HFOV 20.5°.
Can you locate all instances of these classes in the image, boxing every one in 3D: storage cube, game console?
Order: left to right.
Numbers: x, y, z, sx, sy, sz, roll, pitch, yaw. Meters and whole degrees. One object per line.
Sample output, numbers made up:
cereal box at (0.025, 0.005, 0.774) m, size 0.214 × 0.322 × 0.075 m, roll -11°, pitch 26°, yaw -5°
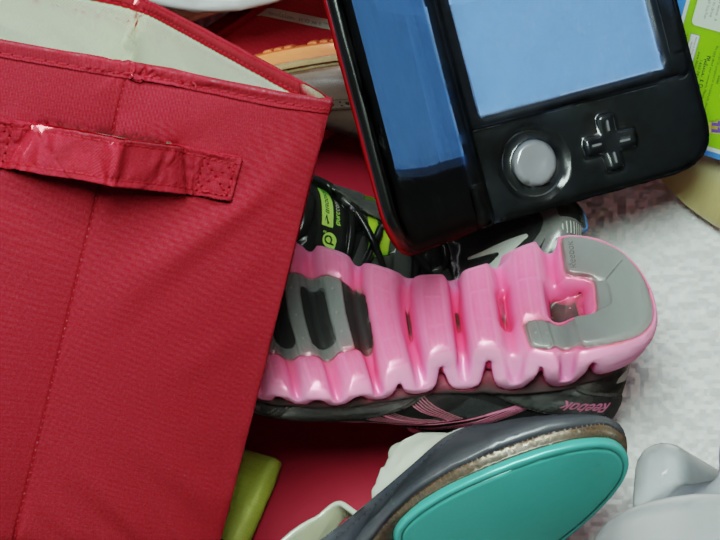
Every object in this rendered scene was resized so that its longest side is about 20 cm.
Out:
storage cube at (-0.139, -0.013, 0.744) m, size 0.200 × 0.170 × 0.181 m, roll 32°, pitch 110°, yaw 54°
game console at (0.055, -0.121, 0.776) m, size 0.171 × 0.119 × 0.202 m, roll -15°, pitch 92°, yaw -12°

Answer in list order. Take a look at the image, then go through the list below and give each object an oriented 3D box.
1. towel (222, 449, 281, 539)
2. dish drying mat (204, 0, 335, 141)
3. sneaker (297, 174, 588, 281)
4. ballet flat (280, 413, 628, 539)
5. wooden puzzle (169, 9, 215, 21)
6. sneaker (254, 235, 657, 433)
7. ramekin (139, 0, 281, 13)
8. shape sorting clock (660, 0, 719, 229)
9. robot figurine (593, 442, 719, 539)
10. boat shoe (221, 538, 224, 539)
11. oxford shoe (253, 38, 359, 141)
towel at (-0.107, 0.157, 0.825) m, size 0.085 × 0.018 × 0.201 m, roll 17°, pitch 65°, yaw 14°
dish drying mat at (-0.064, -0.072, 0.909) m, size 0.199 × 0.018 × 0.077 m, roll -36°, pitch 84°, yaw -25°
sneaker at (0.000, 0.000, 0.852) m, size 0.198 × 0.083 × 0.071 m, roll -6°, pitch 61°, yaw 6°
ballet flat at (0.013, 0.106, 0.788) m, size 0.200 × 0.073 × 0.073 m, roll -39°, pitch 61°, yaw 9°
wooden puzzle at (-0.144, -0.164, 0.957) m, size 0.184 × 0.047 × 0.200 m, roll -20°, pitch 47°, yaw -20°
sneaker at (0.020, 0.042, 0.815) m, size 0.198 × 0.096 × 0.080 m, roll 0°, pitch 53°, yaw 1°
ramekin at (-0.066, -0.220, 0.850) m, size 0.201 × 0.203 × 0.094 m, roll -27°, pitch 33°, yaw -6°
shape sorting clock at (0.200, -0.107, 0.854) m, size 0.199 × 0.039 × 0.202 m, roll 1°, pitch 92°, yaw 33°
robot figurine at (0.136, 0.159, 0.723) m, size 0.169 × 0.112 × 0.202 m, roll -23°, pitch 50°, yaw 45°
boat shoe at (-0.099, 0.123, 0.770) m, size 0.199 × 0.068 × 0.072 m, roll 18°, pitch 78°, yaw 33°
oxford shoe at (0.023, -0.066, 0.876) m, size 0.198 × 0.071 × 0.074 m, roll 0°, pitch 97°, yaw 7°
